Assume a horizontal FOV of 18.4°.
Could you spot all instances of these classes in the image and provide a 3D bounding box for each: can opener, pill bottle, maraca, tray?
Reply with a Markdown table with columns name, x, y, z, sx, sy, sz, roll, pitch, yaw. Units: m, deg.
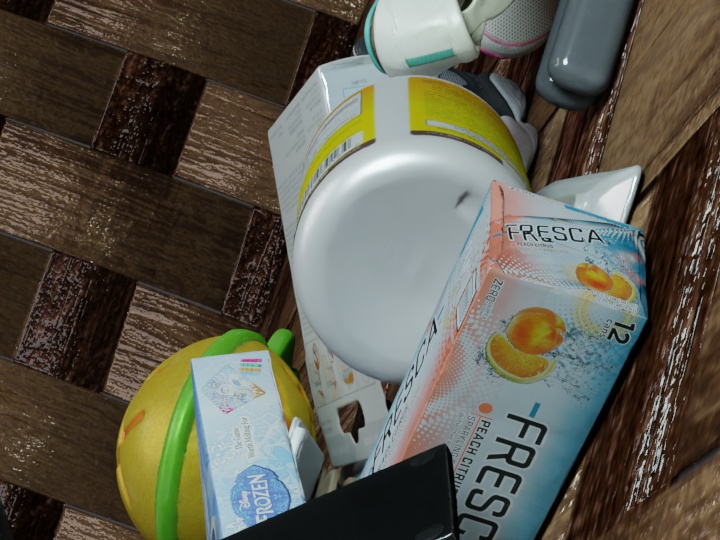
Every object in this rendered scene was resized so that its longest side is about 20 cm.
| name | x | y | z | sx | sy | sz | roll | pitch | yaw |
| --- | --- | --- | --- | --- | --- | --- | --- | --- | --- |
| can opener | 0.115 | -0.182 | 1.109 | 0.053 | 0.066 | 0.201 | 127 | 161 | -75 |
| pill bottle | 0.025 | -0.026 | 1.016 | 0.200 | 0.108 | 0.110 | -88 | 19 | -74 |
| maraca | -0.073 | 0.098 | 1.261 | 0.200 | 0.106 | 0.138 | -19 | -57 | -72 |
| tray | 0.083 | 0.003 | 1.024 | 0.200 | 0.022 | 0.108 | 180 | 110 | -84 |

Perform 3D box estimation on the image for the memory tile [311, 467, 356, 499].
| name | x | y | z | sx | sy | sz | roll | pitch | yaw |
| --- | --- | --- | --- | --- | --- | --- | --- | --- | --- |
| memory tile | -0.044 | 0.185 | 1.258 | 0.200 | 0.017 | 0.154 | 144 | 146 | -80 |

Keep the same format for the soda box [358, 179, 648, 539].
| name | x | y | z | sx | sy | sz | roll | pitch | yaw |
| --- | --- | --- | --- | --- | --- | --- | --- | --- | --- |
| soda box | 0.049 | 0.065 | 0.899 | 0.064 | 0.068 | 0.201 | -83 | 13 | -54 |

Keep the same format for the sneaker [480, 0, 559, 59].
| name | x | y | z | sx | sy | sz | roll | pitch | yaw |
| --- | --- | --- | --- | --- | --- | --- | --- | --- | --- |
| sneaker | 0.106 | -0.211 | 1.229 | 0.088 | 0.081 | 0.201 | -86 | 16 | -77 |

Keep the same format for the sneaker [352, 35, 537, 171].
| name | x | y | z | sx | sy | sz | roll | pitch | yaw |
| --- | --- | --- | --- | --- | --- | --- | --- | --- | --- |
| sneaker | 0.036 | -0.076 | 1.278 | 0.200 | 0.113 | 0.076 | -85 | 15 | -70 |

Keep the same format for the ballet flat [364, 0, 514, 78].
| name | x | y | z | sx | sy | sz | roll | pitch | yaw |
| --- | --- | --- | --- | --- | --- | --- | --- | --- | --- |
| ballet flat | 0.066 | -0.170 | 1.123 | 0.201 | 0.069 | 0.070 | -64 | 0 | -35 |

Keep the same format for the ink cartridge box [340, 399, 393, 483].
| name | x | y | z | sx | sy | sz | roll | pitch | yaw |
| --- | --- | --- | --- | --- | --- | --- | --- | --- | --- |
| ink cartridge box | -0.004 | 0.170 | 1.223 | 0.200 | 0.040 | 0.201 | -171 | 101 | -84 |

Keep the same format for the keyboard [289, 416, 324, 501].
| name | x | y | z | sx | sy | sz | roll | pitch | yaw |
| --- | --- | --- | --- | --- | --- | --- | --- | --- | --- |
| keyboard | -0.057 | 0.179 | 1.172 | 0.056 | 0.011 | 0.201 | 71 | -145 | -63 |

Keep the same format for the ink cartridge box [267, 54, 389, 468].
| name | x | y | z | sx | sy | sz | roll | pitch | yaw |
| --- | --- | --- | --- | --- | --- | --- | --- | --- | --- |
| ink cartridge box | 0.000 | 0.000 | 1.199 | 0.160 | 0.047 | 0.202 | 146 | 113 | -75 |

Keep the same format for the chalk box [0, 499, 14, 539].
| name | x | y | z | sx | sy | sz | roll | pitch | yaw |
| --- | --- | --- | --- | --- | --- | --- | --- | --- | --- |
| chalk box | -0.195 | 0.207 | 0.940 | 0.200 | 0.123 | 0.126 | -110 | 9 | -60 |

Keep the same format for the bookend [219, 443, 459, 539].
| name | x | y | z | sx | sy | sz | roll | pitch | yaw |
| --- | --- | --- | --- | --- | --- | --- | --- | --- | --- |
| bookend | -0.018 | 0.203 | 0.840 | 0.092 | 0.197 | 0.201 | -90 | -24 | -74 |

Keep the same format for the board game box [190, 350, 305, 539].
| name | x | y | z | sx | sy | sz | roll | pitch | yaw |
| --- | --- | --- | --- | --- | --- | --- | --- | --- | --- |
| board game box | -0.042 | 0.172 | 1.002 | 0.199 | 0.043 | 0.201 | -108 | 13 | -63 |
